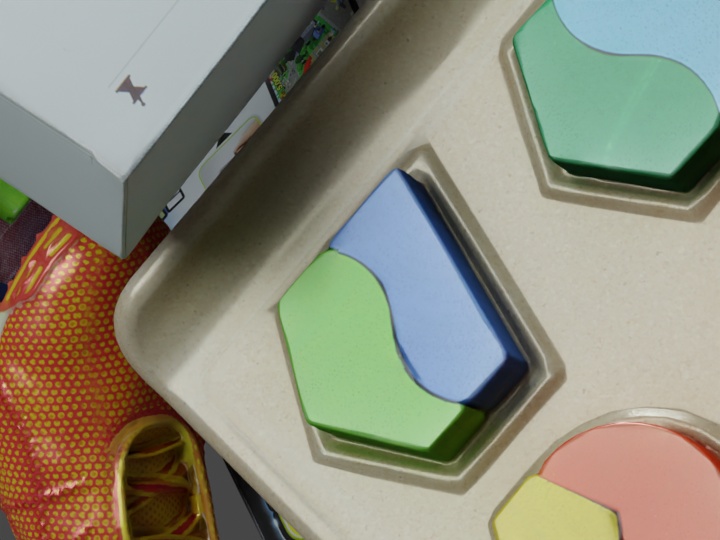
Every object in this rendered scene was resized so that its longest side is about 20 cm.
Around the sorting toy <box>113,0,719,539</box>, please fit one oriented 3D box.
[{"bbox_3d":[0.064,0.009,0.675,0.200,0.036,0.185,42,96,19],"label":"sorting toy"}]

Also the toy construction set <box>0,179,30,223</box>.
[{"bbox_3d":[-0.127,-0.083,0.771,0.200,0.092,0.131,33,69,8],"label":"toy construction set"}]

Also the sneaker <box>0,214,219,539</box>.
[{"bbox_3d":[-0.055,0.078,0.765,0.077,0.073,0.200,16,113,41],"label":"sneaker"}]

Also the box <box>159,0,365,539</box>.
[{"bbox_3d":[0.000,0.000,0.790,0.110,0.035,0.200,-43,52,20],"label":"box"}]

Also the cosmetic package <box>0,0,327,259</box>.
[{"bbox_3d":[-0.059,-0.124,0.716,0.151,0.052,0.200,33,68,11],"label":"cosmetic package"}]

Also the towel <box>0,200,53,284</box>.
[{"bbox_3d":[-0.142,-0.079,0.870,0.144,0.023,0.200,-42,73,49],"label":"towel"}]

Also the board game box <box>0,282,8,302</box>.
[{"bbox_3d":[-0.162,0.039,0.845,0.200,0.135,0.035,-13,68,37],"label":"board game box"}]

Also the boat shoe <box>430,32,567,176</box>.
[{"bbox_3d":[0.038,-0.090,0.763,0.065,0.073,0.200,-45,56,18],"label":"boat shoe"}]
